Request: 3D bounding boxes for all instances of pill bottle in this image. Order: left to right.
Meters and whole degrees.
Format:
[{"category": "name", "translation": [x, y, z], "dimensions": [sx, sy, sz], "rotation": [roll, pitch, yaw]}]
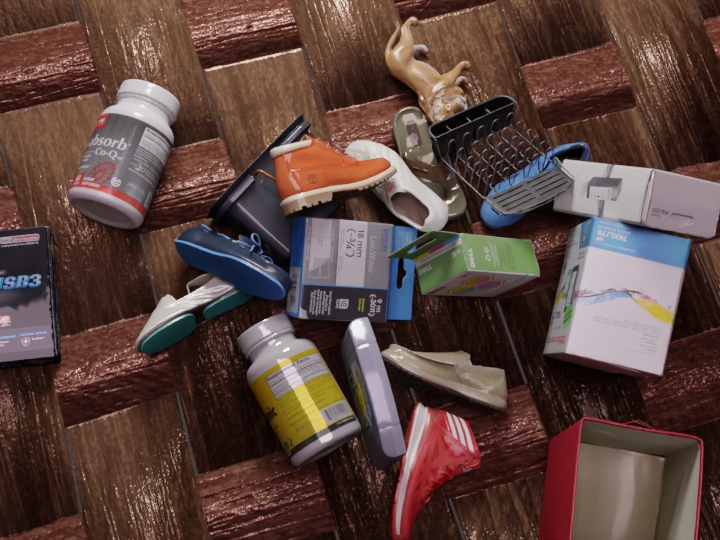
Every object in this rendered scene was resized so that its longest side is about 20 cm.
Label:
[{"category": "pill bottle", "translation": [-0.345, -0.173, 1.678], "dimensions": [0.116, 0.116, 0.200], "rotation": [17, 72, 0]}, {"category": "pill bottle", "translation": [-0.092, 0.166, 1.600], "dimensions": [0.111, 0.111, 0.200], "rotation": [-27, 77, -13]}]

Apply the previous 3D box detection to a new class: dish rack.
[{"category": "dish rack", "translation": [0.212, -0.167, 1.683], "dimensions": [0.153, 0.055, 0.200], "rotation": [-27, 52, -19]}]

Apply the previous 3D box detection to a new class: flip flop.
[{"category": "flip flop", "translation": [0.104, -0.168, 1.749], "dimensions": [0.081, 0.058, 0.200], "rotation": [-16, 75, -10]}]

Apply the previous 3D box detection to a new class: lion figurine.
[{"category": "lion figurine", "translation": [0.097, -0.305, 1.779], "dimensions": [0.200, 0.072, 0.122], "rotation": [38, 62, 13]}]

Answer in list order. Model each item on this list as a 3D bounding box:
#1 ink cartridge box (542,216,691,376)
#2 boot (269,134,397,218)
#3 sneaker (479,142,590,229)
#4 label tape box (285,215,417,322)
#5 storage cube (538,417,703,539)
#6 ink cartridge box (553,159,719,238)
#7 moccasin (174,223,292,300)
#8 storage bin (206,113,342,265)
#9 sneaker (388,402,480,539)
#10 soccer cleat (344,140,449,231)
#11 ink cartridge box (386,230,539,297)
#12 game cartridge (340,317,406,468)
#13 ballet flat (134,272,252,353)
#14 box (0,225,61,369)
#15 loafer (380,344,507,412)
[{"category": "ink cartridge box", "translation": [0.368, 0.043, 1.642], "dimensions": [0.146, 0.147, 0.200], "rotation": [14, 84, -2]}, {"category": "boot", "translation": [-0.037, -0.149, 1.613], "dimensions": [0.200, 0.075, 0.107], "rotation": [-17, 84, -36]}, {"category": "sneaker", "translation": [0.269, -0.137, 1.746], "dimensions": [0.200, 0.078, 0.066], "rotation": [-33, 80, -12]}, {"category": "label tape box", "translation": [0.000, 0.000, 1.634], "dimensions": [0.200, 0.063, 0.144], "rotation": [4, 91, -22]}, {"category": "storage cube", "translation": [0.354, 0.314, 1.560], "dimensions": [0.171, 0.180, 0.200], "rotation": [10, 71, -2]}, {"category": "ink cartridge box", "translation": [0.403, -0.106, 1.656], "dimensions": [0.146, 0.200, 0.085], "rotation": [8, 96, -29]}, {"category": "moccasin", "translation": [-0.176, -0.025, 1.625], "dimensions": [0.200, 0.080, 0.068], "rotation": [26, 54, 23]}, {"category": "storage bin", "translation": [-0.107, -0.113, 1.678], "dimensions": [0.134, 0.146, 0.200], "rotation": [42, 74, -3]}, {"category": "sneaker", "translation": [0.109, 0.292, 1.598], "dimensions": [0.115, 0.078, 0.200], "rotation": [13, 73, 0]}, {"category": "soccer cleat", "translation": [0.048, -0.130, 1.705], "dimensions": [0.200, 0.078, 0.069], "rotation": [40, 117, 18]}, {"category": "ink cartridge box", "translation": [0.149, -0.006, 1.632], "dimensions": [0.200, 0.104, 0.059], "rotation": [4, 68, -39]}, {"category": "game cartridge", "translation": [0.016, 0.173, 1.596], "dimensions": [0.040, 0.133, 0.200], "rotation": [-12, 74, -15]}, {"category": "ballet flat", "translation": [-0.248, 0.052, 1.650], "dimensions": [0.200, 0.069, 0.069], "rotation": [-30, 78, -19]}, {"category": "box", "translation": [-0.538, 0.043, 1.630], "dimensions": [0.200, 0.050, 0.199], "rotation": [-5, 74, -8]}, {"category": "loafer", "translation": [0.124, 0.146, 1.649], "dimensions": [0.200, 0.076, 0.068], "rotation": [22, 71, -8]}]
